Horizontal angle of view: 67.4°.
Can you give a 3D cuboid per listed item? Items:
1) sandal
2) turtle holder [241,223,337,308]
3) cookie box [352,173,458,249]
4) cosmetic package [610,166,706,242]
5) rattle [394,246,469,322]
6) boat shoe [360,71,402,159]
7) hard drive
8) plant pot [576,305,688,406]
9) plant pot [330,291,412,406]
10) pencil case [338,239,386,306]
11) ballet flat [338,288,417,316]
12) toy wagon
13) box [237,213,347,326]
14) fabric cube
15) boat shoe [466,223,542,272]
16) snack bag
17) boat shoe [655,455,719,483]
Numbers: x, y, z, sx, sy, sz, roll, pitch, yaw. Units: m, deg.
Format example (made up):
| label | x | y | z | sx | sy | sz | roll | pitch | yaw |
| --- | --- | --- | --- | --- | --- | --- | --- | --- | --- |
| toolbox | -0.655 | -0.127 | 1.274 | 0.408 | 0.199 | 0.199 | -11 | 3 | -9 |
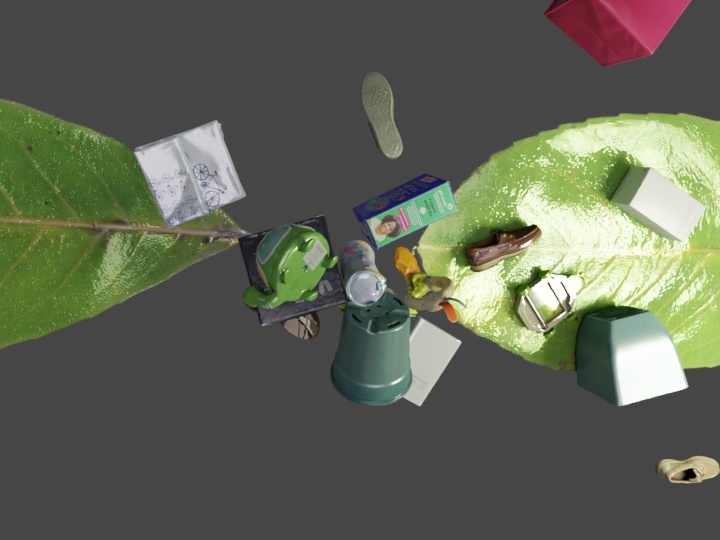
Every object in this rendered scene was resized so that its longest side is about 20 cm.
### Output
| label | x | y | z | sx | sy | sz | roll | pitch | yaw |
| --- | --- | --- | --- | --- | --- | --- | --- | --- | --- |
| sandal | -0.184 | 0.095 | 1.290 | 0.198 | 0.054 | 0.081 | 26 | 85 | 1 |
| turtle holder | -0.149 | -0.006 | 1.097 | 0.140 | 0.131 | 0.187 | 4 | 111 | -53 |
| cookie box | 0.096 | -0.139 | 1.220 | 0.198 | 0.171 | 0.076 | -26 | 108 | -2 |
| cosmetic package | 0.753 | -0.167 | 1.367 | 0.199 | 0.085 | 0.108 | 30 | 96 | -14 |
| rattle | 0.163 | 0.025 | 1.252 | 0.129 | 0.200 | 0.145 | -9 | 104 | -7 |
| boat shoe | 0.047 | -0.346 | 1.223 | 0.074 | 0.062 | 0.202 | -16 | 90 | 0 |
| hard drive | 0.152 | 0.234 | 1.388 | 0.131 | 0.027 | 0.201 | 30 | 97 | -14 |
| plant pot | 0.676 | 0.203 | 1.390 | 0.193 | 0.196 | 0.202 | -14 | 95 | -6 |
| plant pot | 0.032 | 0.166 | 1.232 | 0.198 | 0.201 | 0.198 | -1 | 125 | -9 |
| pencil case | 0.000 | 0.000 | 1.221 | 0.090 | 0.200 | 0.084 | -27 | 115 | 3 |
| ballet flat | 0.045 | 0.074 | 1.317 | 0.197 | 0.067 | 0.068 | 5 | 89 | -9 |
| toy wagon | 0.501 | 0.072 | 1.403 | 0.199 | 0.040 | 0.156 | -36 | 106 | -1 |
| box | -0.149 | 0.003 | 1.213 | 0.194 | 0.117 | 0.202 | -15 | 86 | -5 |
| fabric cube | 0.568 | -0.601 | 1.181 | 0.198 | 0.200 | 0.197 | 33 | 96 | -13 |
| boat shoe | 0.353 | -0.068 | 1.329 | 0.198 | 0.072 | 0.068 | -27 | 107 | 0 |
| snack bag | -0.373 | -0.212 | 1.202 | 0.198 | 0.021 | 0.190 | -20 | 105 | -5 |
| boat shoe | 0.973 | 0.596 | 1.585 | 0.197 | 0.065 | 0.072 | -1 | 103 | -9 |
